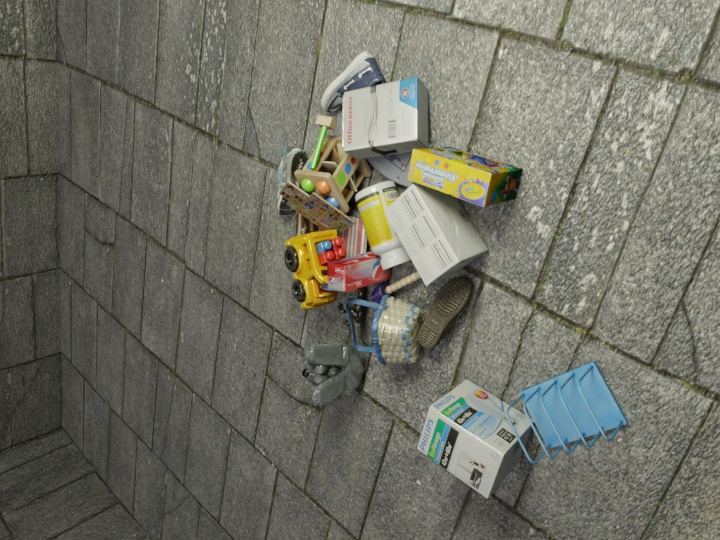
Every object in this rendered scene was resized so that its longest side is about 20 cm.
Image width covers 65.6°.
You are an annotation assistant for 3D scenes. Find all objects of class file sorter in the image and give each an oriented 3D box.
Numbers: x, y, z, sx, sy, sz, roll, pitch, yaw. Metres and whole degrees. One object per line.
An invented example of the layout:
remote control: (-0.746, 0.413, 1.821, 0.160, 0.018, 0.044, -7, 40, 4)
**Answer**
file sorter: (0.437, 0.313, 1.203, 0.199, 0.121, 0.142, -36, 78, 39)

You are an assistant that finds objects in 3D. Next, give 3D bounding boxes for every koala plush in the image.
koala plush: (-0.100, 0.298, 1.654, 0.199, 0.179, 0.184, -22, 77, 61)

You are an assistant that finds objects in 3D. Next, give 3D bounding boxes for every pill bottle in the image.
pill bottle: (0.065, -0.112, 1.421, 0.111, 0.111, 0.206, -19, 88, 41)

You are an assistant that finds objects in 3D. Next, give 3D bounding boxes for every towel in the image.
towel: (-0.049, -0.087, 1.568, 0.197, 0.029, 0.151, 20, 111, 42)

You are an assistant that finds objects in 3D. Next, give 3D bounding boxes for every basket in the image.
basket: (0.061, 0.156, 1.456, 0.194, 0.141, 0.180, 5, 133, 19)

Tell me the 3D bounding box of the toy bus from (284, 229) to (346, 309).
toy bus: (-0.099, -0.011, 1.499, 0.190, 0.133, 0.207, -16, 87, 54)

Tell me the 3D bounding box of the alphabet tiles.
alphabet tiles: (-0.120, -0.161, 1.467, 0.197, 0.008, 0.167, 34, 160, -13)

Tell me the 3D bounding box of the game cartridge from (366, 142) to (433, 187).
game cartridge: (0.082, -0.307, 1.410, 0.199, 0.040, 0.135, 43, 121, 25)

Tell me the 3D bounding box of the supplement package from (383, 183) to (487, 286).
supplement package: (0.176, -0.092, 1.303, 0.110, 0.154, 0.204, -38, 77, 38)

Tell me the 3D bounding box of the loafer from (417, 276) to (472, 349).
loafer: (0.210, 0.102, 1.384, 0.076, 0.067, 0.202, 40, 108, 20)

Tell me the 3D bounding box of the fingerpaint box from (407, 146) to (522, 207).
fingerpaint box: (0.229, -0.212, 1.223, 0.197, 0.165, 0.076, 26, 116, 33)

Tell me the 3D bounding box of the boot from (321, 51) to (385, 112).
boot: (-0.022, -0.456, 1.436, 0.199, 0.072, 0.092, -40, 69, 38)

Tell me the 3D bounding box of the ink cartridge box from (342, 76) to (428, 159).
ink cartridge box: (0.060, -0.359, 1.337, 0.194, 0.083, 0.151, -2, 84, 27)

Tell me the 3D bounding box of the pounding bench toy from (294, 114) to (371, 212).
pounding bench toy: (-0.088, -0.269, 1.424, 0.122, 0.158, 0.202, 12, 149, 36)

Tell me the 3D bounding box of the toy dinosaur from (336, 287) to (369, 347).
toy dinosaur: (-0.017, 0.130, 1.596, 0.086, 0.047, 0.207, 4, 106, 32)

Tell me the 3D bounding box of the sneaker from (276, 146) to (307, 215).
sneaker: (-0.212, -0.267, 1.656, 0.086, 0.076, 0.205, 35, 115, 41)

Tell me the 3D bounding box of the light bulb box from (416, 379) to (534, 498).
light bulb box: (0.270, 0.384, 1.311, 0.197, 0.196, 0.128, 27, 115, 30)

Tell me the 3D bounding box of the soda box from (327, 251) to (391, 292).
soda box: (0.000, 0.000, 1.445, 0.062, 0.197, 0.073, 11, 108, 37)

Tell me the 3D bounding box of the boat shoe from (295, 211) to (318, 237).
boat shoe: (-0.161, -0.121, 1.650, 0.075, 0.073, 0.209, 39, 127, 54)

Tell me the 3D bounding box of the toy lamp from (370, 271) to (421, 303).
toy lamp: (0.104, 0.037, 1.461, 0.198, 0.057, 0.060, -30, 82, 41)
